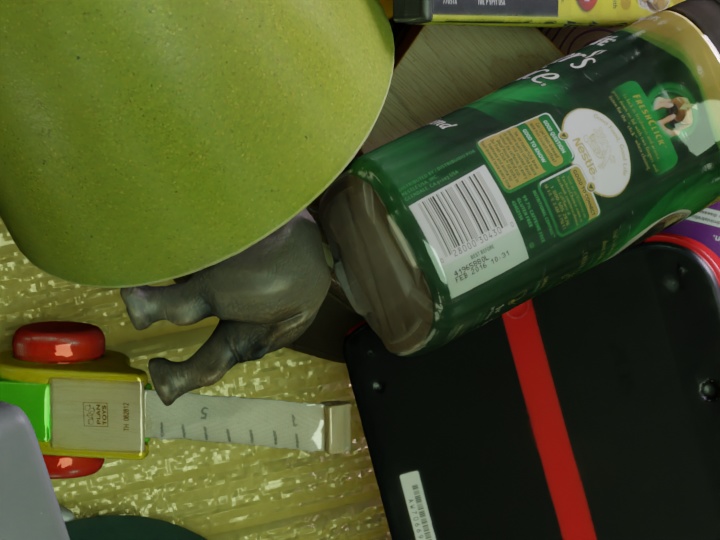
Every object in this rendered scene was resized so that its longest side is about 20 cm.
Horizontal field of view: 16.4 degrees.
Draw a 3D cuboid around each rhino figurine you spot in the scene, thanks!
[{"bbox_3d":[-0.069,-0.041,1.093,0.087,0.201,0.060,-18,145,2],"label":"rhino figurine"}]

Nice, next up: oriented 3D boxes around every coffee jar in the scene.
[{"bbox_3d":[0.087,-0.043,1.052,0.199,0.104,0.086,-26,85,-19],"label":"coffee jar"}]

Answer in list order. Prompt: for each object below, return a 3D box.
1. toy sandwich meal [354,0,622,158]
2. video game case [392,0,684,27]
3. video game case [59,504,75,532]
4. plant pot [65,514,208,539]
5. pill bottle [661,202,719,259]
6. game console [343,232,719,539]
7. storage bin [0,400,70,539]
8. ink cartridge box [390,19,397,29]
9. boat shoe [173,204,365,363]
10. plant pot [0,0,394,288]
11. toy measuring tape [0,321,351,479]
[{"bbox_3d":[0.063,-0.099,1.127,0.204,0.070,0.207,-4,100,-21],"label":"toy sandwich meal"},{"bbox_3d":[0.088,-0.206,1.083,0.180,0.025,0.201,-4,95,-38],"label":"video game case"},{"bbox_3d":[-0.244,0.177,1.123,0.199,0.022,0.183,14,93,-21],"label":"video game case"},{"bbox_3d":[-0.087,0.224,1.097,0.200,0.161,0.202,-5,101,-28],"label":"plant pot"},{"bbox_3d":[0.155,0.044,1.163,0.112,0.112,0.201,21,81,-21],"label":"pill bottle"},{"bbox_3d":[0.098,0.096,1.096,0.176,0.031,0.201,-17,80,13],"label":"game console"},{"bbox_3d":[-0.206,0.117,1.022,0.134,0.200,0.146,-22,104,-25],"label":"storage bin"},{"bbox_3d":[0.057,-0.153,1.177,0.200,0.041,0.200,-47,110,-8],"label":"ink cartridge box"},{"bbox_3d":[0.000,0.000,1.171,0.199,0.072,0.076,25,54,-13],"label":"boat shoe"},{"bbox_3d":[-0.110,-0.129,1.000,0.187,0.187,0.200,-41,131,-10],"label":"plant pot"},{"bbox_3d":[-0.098,0.059,1.115,0.199,0.074,0.074,2,97,10],"label":"toy measuring tape"}]
